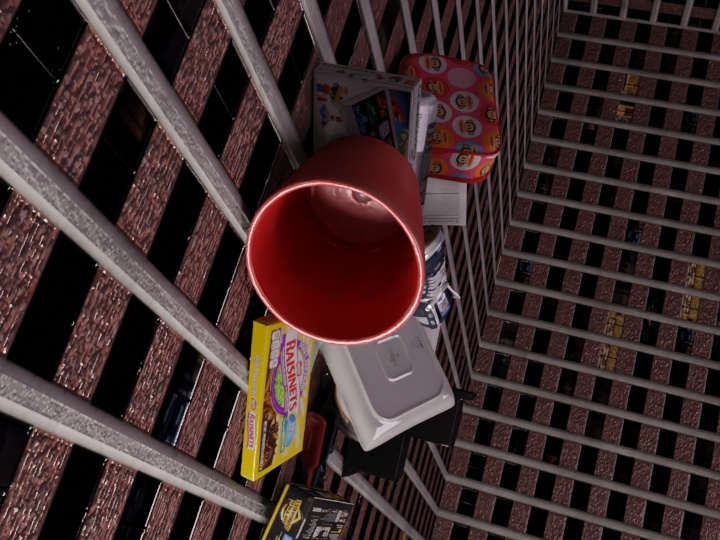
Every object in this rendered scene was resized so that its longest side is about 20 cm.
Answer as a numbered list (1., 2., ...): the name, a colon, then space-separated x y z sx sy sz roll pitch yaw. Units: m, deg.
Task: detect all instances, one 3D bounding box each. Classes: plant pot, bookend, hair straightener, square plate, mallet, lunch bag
1. plant pot: -0.012 -0.050 0.989 0.178 0.197 0.203 -71 166 -56
2. bookend: 0.088 0.292 1.588 0.092 0.197 0.202 27 75 -74
3. hair straightener: -0.057 0.289 1.315 0.077 0.040 0.203 -20 123 -52
4. square plate: 0.039 0.122 1.232 0.196 0.028 0.203 -17 80 -43
5. mallet: -0.041 0.127 1.301 0.066 0.041 0.203 -50 153 -65
6. lunch bag: 0.115 -0.231 1.320 0.082 0.173 0.203 110 -16 -55

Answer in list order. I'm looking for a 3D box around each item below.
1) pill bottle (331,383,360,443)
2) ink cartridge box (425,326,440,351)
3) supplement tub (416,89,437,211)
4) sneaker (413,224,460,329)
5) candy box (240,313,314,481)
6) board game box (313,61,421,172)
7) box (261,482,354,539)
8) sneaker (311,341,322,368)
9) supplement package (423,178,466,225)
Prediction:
1. pill bottle: 0.013 0.198 1.345 0.200 0.115 0.118 103 5 -70
2. ink cartridge box: 0.056 0.165 1.502 0.067 0.115 0.204 11 91 -54
3. supplement tub: 0.032 -0.140 1.181 0.123 0.121 0.203 -44 142 -65
4. sneaker: 0.095 0.013 1.185 0.070 0.108 0.200 -47 -179 -21
5. candy box: -0.097 0.143 1.065 0.102 0.026 0.203 -24 126 -56
6. board game box: 0.005 -0.141 1.067 0.035 0.124 0.203 -56 155 -52
7. box: -0.085 0.385 1.235 0.162 0.049 0.200 -64 159 -8
8. sneaker: -0.024 0.058 1.136 0.074 0.116 0.204 57 48 -72
9. supplement package: 0.122 -0.177 1.471 0.201 0.112 0.111 81 11 -56
